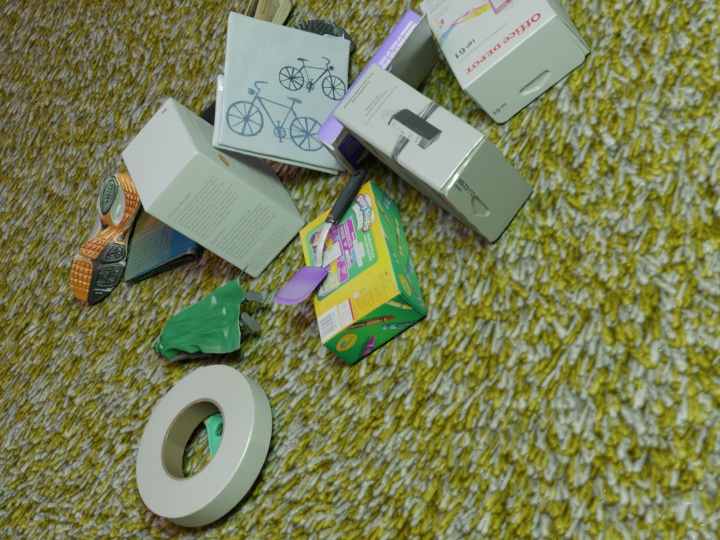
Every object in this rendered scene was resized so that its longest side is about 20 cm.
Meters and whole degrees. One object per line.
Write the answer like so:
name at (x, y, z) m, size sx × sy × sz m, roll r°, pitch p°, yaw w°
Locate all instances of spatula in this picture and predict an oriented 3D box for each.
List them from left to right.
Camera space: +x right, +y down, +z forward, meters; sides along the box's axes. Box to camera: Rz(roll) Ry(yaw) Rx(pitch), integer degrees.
spatula at (-0.041, -0.041, 1.696) m, size 0.056 × 0.021 × 0.201 m, roll 8°, pitch 66°, yaw 50°

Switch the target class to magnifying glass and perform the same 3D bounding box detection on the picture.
magnifying glass at (-0.175, 0.196, 1.744) m, size 0.080 × 0.022 × 0.200 m, roll -52°, pitch 38°, yaw 1°

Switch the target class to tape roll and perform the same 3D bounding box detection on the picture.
tape roll at (-0.193, 0.212, 1.708) m, size 0.202 × 0.037 × 0.204 m, roll -24°, pitch 49°, yaw 31°

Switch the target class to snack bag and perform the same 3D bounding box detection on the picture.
snack bag at (-0.102, -0.237, 1.846) m, size 0.021 × 0.188 × 0.201 m, roll 149°, pitch 126°, yaw -60°

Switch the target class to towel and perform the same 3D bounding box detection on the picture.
towel at (-0.277, -0.083, 2.051) m, size 0.146 × 0.022 × 0.201 m, roll -21°, pitch 48°, yaw 33°

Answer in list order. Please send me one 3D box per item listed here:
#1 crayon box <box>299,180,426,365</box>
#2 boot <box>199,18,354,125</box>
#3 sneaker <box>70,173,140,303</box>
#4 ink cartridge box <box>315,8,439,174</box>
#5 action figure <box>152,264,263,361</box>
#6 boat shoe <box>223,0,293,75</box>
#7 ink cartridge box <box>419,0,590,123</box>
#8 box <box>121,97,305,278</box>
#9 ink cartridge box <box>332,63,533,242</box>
crayon box at (0.000, 0.000, 1.689) m, size 0.119 × 0.058 × 0.200 m, roll -34°, pitch 43°, yaw 21°
boot at (-0.120, -0.269, 1.990) m, size 0.200 × 0.164 × 0.066 m, roll -45°, pitch 67°, yaw 44°
sneaker at (-0.375, -0.047, 2.094) m, size 0.092 × 0.075 × 0.201 m, roll -152°, pitch 84°, yaw -84°
ink cartridge box at (0.022, -0.226, 1.745) m, size 0.043 × 0.200 × 0.198 m, roll 36°, pitch 89°, yaw 9°
action figure at (-0.209, 0.077, 1.839) m, size 0.200 × 0.055 × 0.119 m, roll -22°, pitch 49°, yaw 41°
boat shoe at (-0.172, -0.342, 2.090) m, size 0.071 × 0.064 × 0.201 m, roll -15°, pitch 45°, yaw 54°
ink cartridge box at (0.175, -0.299, 1.722) m, size 0.144 × 0.085 × 0.200 m, roll -38°, pitch 43°, yaw 16°
box at (-0.195, -0.108, 1.844) m, size 0.106 × 0.200 × 0.152 m, roll -47°, pitch 38°, yaw 13°
ink cartridge box at (0.084, -0.135, 1.612) m, size 0.084 × 0.144 × 0.200 m, roll -51°, pitch 52°, yaw 1°
